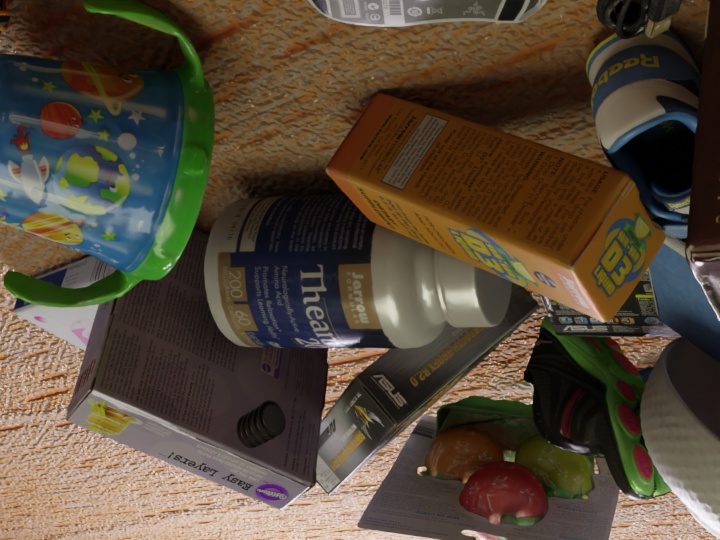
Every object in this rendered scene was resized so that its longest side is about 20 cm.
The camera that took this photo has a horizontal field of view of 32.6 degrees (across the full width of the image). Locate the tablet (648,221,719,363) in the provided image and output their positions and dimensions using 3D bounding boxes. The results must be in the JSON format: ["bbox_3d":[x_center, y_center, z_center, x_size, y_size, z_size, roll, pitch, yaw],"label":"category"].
[{"bbox_3d":[0.254,0.051,0.751,0.200,0.014,0.130,39,169,33],"label":"tablet"}]

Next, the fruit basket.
[{"bbox_3d":[0.113,0.175,0.981,0.185,0.200,0.094,5,115,16],"label":"fruit basket"}]

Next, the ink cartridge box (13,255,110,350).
[{"bbox_3d":[-0.178,0.049,1.114,0.196,0.043,0.200,-18,139,43],"label":"ink cartridge box"}]

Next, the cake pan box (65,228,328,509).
[{"bbox_3d":[-0.114,0.060,0.943,0.184,0.200,0.052,28,133,-23],"label":"cake pan box"}]

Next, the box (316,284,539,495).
[{"bbox_3d":[0.039,0.091,0.981,0.048,0.158,0.200,49,151,8],"label":"box"}]

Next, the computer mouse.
[{"bbox_3d":[0.066,-0.161,0.622,0.200,0.044,0.110,3,156,6],"label":"computer mouse"}]

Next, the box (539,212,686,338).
[{"bbox_3d":[0.218,-0.008,0.841,0.200,0.044,0.160,0,149,22],"label":"box"}]

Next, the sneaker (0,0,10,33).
[{"bbox_3d":[-0.245,-0.152,0.734,0.077,0.078,0.200,-4,163,-13],"label":"sneaker"}]

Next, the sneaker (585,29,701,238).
[{"bbox_3d":[0.198,-0.046,0.695,0.200,0.082,0.074,38,126,-22],"label":"sneaker"}]

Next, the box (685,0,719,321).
[{"bbox_3d":[0.257,-0.057,0.563,0.164,0.200,0.166,-6,147,31],"label":"box"}]

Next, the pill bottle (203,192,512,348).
[{"bbox_3d":[0.000,0.000,0.871,0.200,0.111,0.111,-2,149,25],"label":"pill bottle"}]

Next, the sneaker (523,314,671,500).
[{"bbox_3d":[0.179,0.111,0.925,0.077,0.200,0.084,21,112,-22],"label":"sneaker"}]

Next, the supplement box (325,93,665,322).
[{"bbox_3d":[0.075,-0.042,0.728,0.200,0.069,0.067,23,164,42],"label":"supplement box"}]

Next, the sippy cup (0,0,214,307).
[{"bbox_3d":[-0.174,-0.071,0.758,0.130,0.178,0.140,12,166,-25],"label":"sippy cup"}]

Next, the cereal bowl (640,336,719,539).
[{"bbox_3d":[0.272,0.131,0.813,0.200,0.200,0.083,17,115,-9],"label":"cereal bowl"}]

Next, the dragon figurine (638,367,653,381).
[{"bbox_3d":[0.261,0.118,1.042,0.200,0.059,0.099,-10,145,35],"label":"dragon figurine"}]
